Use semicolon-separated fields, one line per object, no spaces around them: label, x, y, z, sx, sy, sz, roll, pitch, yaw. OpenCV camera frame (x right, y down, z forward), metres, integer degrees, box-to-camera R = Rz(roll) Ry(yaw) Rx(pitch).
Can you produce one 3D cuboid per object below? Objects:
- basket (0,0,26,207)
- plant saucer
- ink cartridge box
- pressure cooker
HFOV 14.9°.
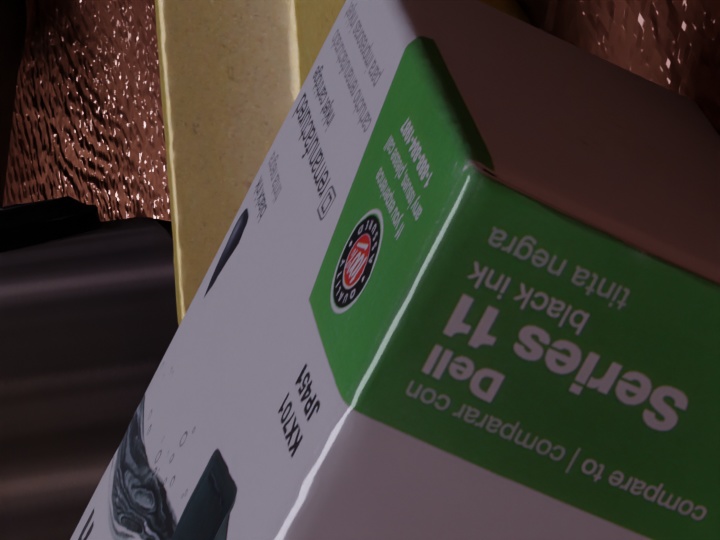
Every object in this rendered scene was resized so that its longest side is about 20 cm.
basket;-0.199;-0.033;1.067;0.200;0.135;0.181;-96;21;-47
plant saucer;0.000;0.000;0.727;0.200;0.048;0.201;-155;60;-67
ink cartridge box;0.000;0.058;0.540;0.201;0.083;0.147;-63;16;15
pressure cooker;-0.137;0.075;0.910;0.179;0.199;0.176;-124;32;-52
